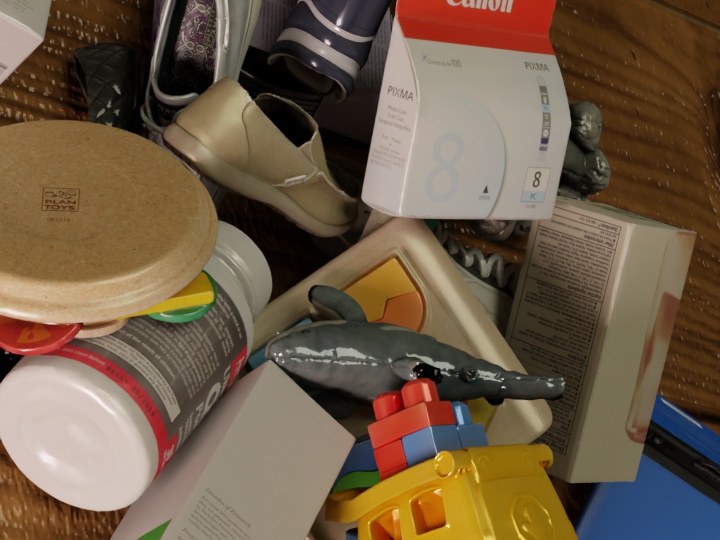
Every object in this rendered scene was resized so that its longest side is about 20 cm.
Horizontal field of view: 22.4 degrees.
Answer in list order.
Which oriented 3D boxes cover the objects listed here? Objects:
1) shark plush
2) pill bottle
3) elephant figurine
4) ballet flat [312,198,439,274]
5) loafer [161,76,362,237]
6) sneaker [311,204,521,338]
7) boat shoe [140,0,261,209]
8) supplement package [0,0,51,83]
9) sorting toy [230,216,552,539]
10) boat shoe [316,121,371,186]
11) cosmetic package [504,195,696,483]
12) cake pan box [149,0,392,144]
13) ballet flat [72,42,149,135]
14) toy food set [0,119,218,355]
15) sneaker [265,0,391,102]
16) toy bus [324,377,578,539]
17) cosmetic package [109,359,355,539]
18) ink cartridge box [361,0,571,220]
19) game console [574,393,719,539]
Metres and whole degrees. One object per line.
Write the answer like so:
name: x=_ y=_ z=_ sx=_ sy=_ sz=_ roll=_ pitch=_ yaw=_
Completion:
shark plush: x=0.033 y=0.076 z=1.213 sx=0.199 sy=0.083 sz=0.091 roll=21 pitch=84 yaw=-4
pill bottle: x=-0.136 y=0.051 z=1.163 sx=0.111 sy=0.111 sz=0.200 roll=48 pitch=42 yaw=-9
elephant figurine: x=0.104 y=-0.095 z=1.469 sx=0.199 sy=0.155 sz=0.142 roll=-1 pitch=92 yaw=-50
ballet flat: x=0.000 y=0.000 z=1.332 sx=0.062 sy=0.067 sz=0.201 roll=28 pitch=81 yaw=18
loafer: x=-0.051 y=-0.078 z=1.241 sx=0.076 sy=0.068 sz=0.200 roll=42 pitch=12 yaw=29
sneaker: x=0.046 y=0.008 z=1.404 sx=0.199 sy=0.075 sz=0.081 roll=25 pitch=61 yaw=-28
boat shoe: x=-0.122 y=-0.121 z=1.251 sx=0.070 sy=0.202 sz=0.071 roll=18 pitch=14 yaw=22
supplement package: x=-0.272 y=-0.223 z=1.203 sx=0.119 sy=0.121 sz=0.201 roll=26 pitch=49 yaw=-29
sorting toy: x=0.011 y=0.084 z=1.267 sx=0.200 sy=0.036 sz=0.186 roll=-34 pitch=90 yaw=-12
boat shoe: x=-0.030 y=-0.085 z=1.386 sx=0.199 sy=0.072 sz=0.072 roll=16 pitch=38 yaw=-20
cosmetic package: x=0.174 y=0.052 z=1.393 sx=0.087 sy=0.103 sz=0.201 roll=6 pitch=101 yaw=-44
cake pan box: x=-0.064 y=-0.196 z=1.384 sx=0.183 sy=0.052 sz=0.201 roll=17 pitch=39 yaw=-18
ballet flat: x=-0.183 y=-0.074 z=1.256 sx=0.056 sy=0.067 sz=0.201 roll=2 pitch=53 yaw=3
toy food set: x=-0.186 y=-0.025 z=1.121 sx=0.199 sy=0.049 sz=0.198 roll=-8 pitch=41 yaw=-21
sneaker: x=-0.017 y=-0.185 z=1.321 sx=0.070 sy=0.109 sz=0.200 roll=27 pitch=8 yaw=-6
toy bus: x=0.039 y=0.176 z=1.178 sx=0.135 sy=0.200 sz=0.193 roll=0 pitch=66 yaw=-46
cosmetic package: x=-0.093 y=0.164 z=1.135 sx=0.085 sy=0.107 sz=0.200 roll=42 pitch=41 yaw=-14
ink cartridge box: x=0.088 y=-0.136 z=1.277 sx=0.160 sy=0.047 sz=0.201 roll=0 pitch=107 yaw=-43
game console: x=0.251 y=0.193 z=1.518 sx=0.200 sy=0.118 sz=0.171 roll=34 pitch=14 yaw=-24
